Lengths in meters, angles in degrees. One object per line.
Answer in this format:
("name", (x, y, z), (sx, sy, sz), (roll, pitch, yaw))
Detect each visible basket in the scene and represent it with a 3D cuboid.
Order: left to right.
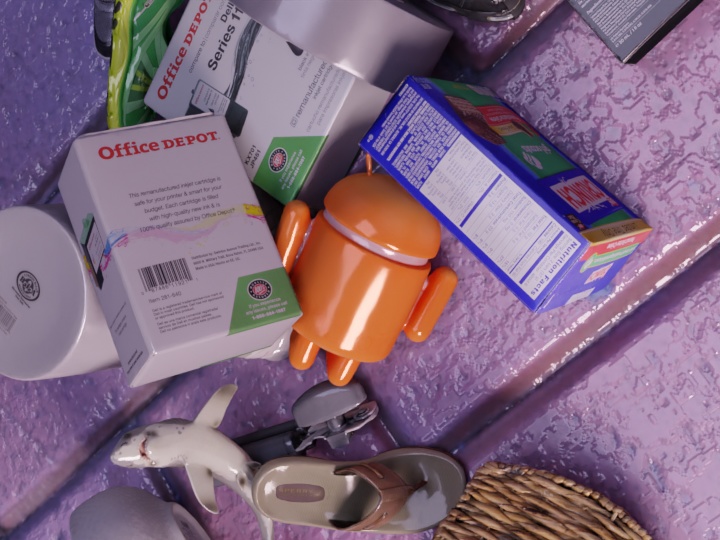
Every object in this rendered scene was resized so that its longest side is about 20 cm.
("basket", (0.167, 0.265, 0.983), (0.199, 0.149, 0.143), (28, 71, 23))

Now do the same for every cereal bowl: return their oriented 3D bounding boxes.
("cereal bowl", (-0.186, 0.286, 1.100), (0.083, 0.200, 0.201), (-36, 75, -1))

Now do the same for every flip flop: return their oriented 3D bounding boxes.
("flip flop", (-0.001, 0.202, 1.041), (0.197, 0.058, 0.082), (2, 93, -1))

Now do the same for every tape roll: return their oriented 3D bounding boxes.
("tape roll", (-0.021, -0.224, 0.981), (0.199, 0.200, 0.067), (36, 106, 21))

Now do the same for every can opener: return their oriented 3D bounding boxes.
("can opener", (-0.073, 0.150, 1.100), (0.198, 0.053, 0.067), (-20, 103, 26))

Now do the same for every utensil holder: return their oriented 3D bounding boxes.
("utensil holder", (-0.260, 0.015, 1.113), (0.168, 0.199, 0.173), (1, 92, 26))

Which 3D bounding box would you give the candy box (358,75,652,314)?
("candy box", (0.121, -0.066, 0.933), (0.200, 0.169, 0.077), (46, 114, 17))

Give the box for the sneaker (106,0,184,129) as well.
("sneaker", (-0.210, -0.192, 1.144), (0.082, 0.074, 0.202), (4, 116, -13))

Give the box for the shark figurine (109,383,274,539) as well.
("shark figurine", (-0.137, 0.196, 1.087), (0.089, 0.129, 0.215), (-9, 127, 51))

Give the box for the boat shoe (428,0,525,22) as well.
("boat shoe", (0.060, -0.266, 1.012), (0.199, 0.068, 0.072), (30, 85, 39))

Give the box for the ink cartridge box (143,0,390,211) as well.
("ink cartridge box", (-0.089, -0.170, 1.083), (0.199, 0.083, 0.148), (35, 106, 22))

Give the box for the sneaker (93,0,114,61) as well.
("sneaker", (-0.255, -0.313, 1.145), (0.075, 0.113, 0.203), (17, 100, 25))

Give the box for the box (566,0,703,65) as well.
("box", (0.241, -0.284, 0.909), (0.200, 0.079, 0.142), (-43, 83, 22))

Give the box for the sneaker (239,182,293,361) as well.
("sneaker", (-0.117, -0.010, 1.095), (0.077, 0.099, 0.202), (-22, 82, 26))

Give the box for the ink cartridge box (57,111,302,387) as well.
("ink cartridge box", (-0.159, -0.021, 0.994), (0.084, 0.143, 0.202), (-44, 65, 55))

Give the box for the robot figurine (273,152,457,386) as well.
("robot figurine", (0.002, 0.001, 1.028), (0.143, 0.116, 0.202), (33, 107, 28))
